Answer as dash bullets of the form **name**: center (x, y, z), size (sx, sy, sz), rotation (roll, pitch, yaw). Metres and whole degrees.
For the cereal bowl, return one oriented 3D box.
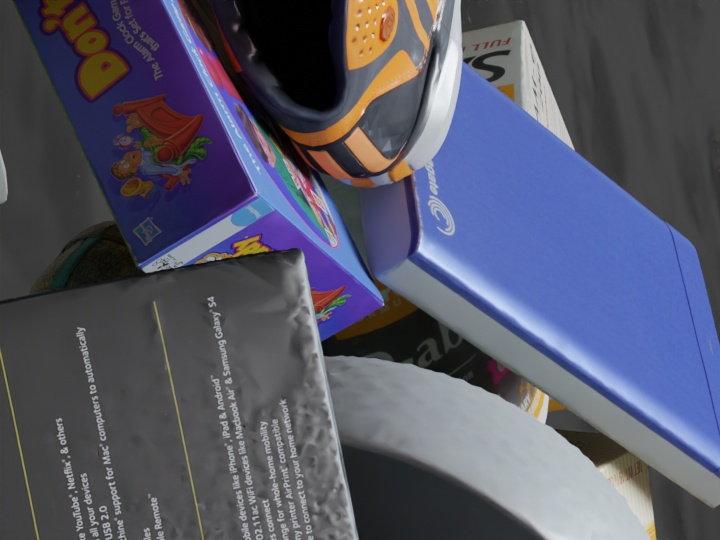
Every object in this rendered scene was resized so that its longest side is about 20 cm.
- **cereal bowl**: center (0.011, 0.105, 0.773), size (0.083, 0.199, 0.201), rotation (-57, 135, -49)

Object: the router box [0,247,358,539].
- **router box**: center (-0.070, 0.105, 0.639), size (0.051, 0.148, 0.201), rotation (-15, -94, 65)

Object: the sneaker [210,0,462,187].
- **sneaker**: center (0.000, -0.136, 0.850), size (0.112, 0.077, 0.201), rotation (34, 56, -66)

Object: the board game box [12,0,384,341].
- **board game box**: center (-0.071, -0.077, 0.848), size (0.201, 0.045, 0.134), rotation (63, 8, 22)

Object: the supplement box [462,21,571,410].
- **supplement box**: center (0.045, -0.015, 1.183), size (0.200, 0.125, 0.074), rotation (64, 21, -47)

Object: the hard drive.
- **hard drive**: center (0.072, -0.005, 0.963), size (0.200, 0.025, 0.132), rotation (34, 34, -36)

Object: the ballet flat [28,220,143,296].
- **ballet flat**: center (-0.066, 0.082, 0.847), size (0.071, 0.070, 0.201), rotation (-69, 145, -64)

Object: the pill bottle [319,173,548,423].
- **pill bottle**: center (0.000, 0.000, 1.045), size (0.117, 0.116, 0.201), rotation (-85, 158, -48)

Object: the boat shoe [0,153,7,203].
- **boat shoe**: center (-0.151, -0.081, 0.645), size (0.074, 0.060, 0.200), rotation (46, -15, 41)

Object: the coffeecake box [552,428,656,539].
- **coffeecake box**: center (0.051, 0.181, 0.973), size (0.153, 0.073, 0.201), rotation (-22, 110, -44)
